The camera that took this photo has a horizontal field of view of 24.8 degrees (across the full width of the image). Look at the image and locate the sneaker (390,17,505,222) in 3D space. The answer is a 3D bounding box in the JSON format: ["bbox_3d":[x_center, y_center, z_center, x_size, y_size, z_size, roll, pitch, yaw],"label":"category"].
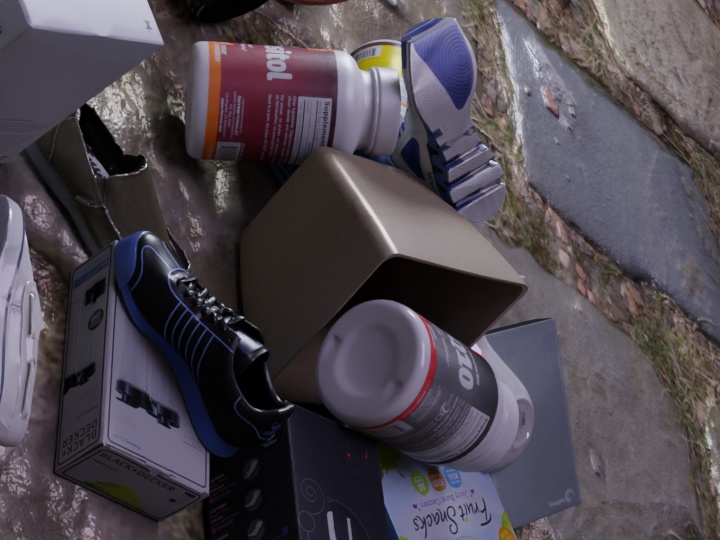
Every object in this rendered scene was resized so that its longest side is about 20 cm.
[{"bbox_3d":[0.066,-0.145,1.620,0.080,0.115,0.200,-26,110,-26],"label":"sneaker"}]

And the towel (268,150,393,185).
[{"bbox_3d":[-0.022,-0.096,1.675,0.200,0.111,0.049,58,20,-6],"label":"towel"}]

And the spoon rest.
[{"bbox_3d":[0.133,0.102,1.616,0.099,0.060,0.201,-17,111,-46],"label":"spoon rest"}]

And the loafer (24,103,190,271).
[{"bbox_3d":[-0.210,-0.061,1.412,0.200,0.070,0.075,52,31,-13],"label":"loafer"}]

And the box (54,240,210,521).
[{"bbox_3d":[-0.182,0.089,1.335,0.116,0.060,0.201,32,40,-38],"label":"box"}]

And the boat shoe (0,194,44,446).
[{"bbox_3d":[-0.271,0.038,1.240,0.066,0.072,0.201,34,40,-43],"label":"boat shoe"}]

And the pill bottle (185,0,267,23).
[{"bbox_3d":[-0.164,-0.369,1.704,0.112,0.112,0.201,-15,76,-59],"label":"pill bottle"}]

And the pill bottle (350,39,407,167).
[{"bbox_3d":[0.021,-0.162,1.785,0.109,0.109,0.200,45,28,-22],"label":"pill bottle"}]

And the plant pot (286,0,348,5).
[{"bbox_3d":[-0.052,-0.442,1.872,0.201,0.201,0.196,36,30,-34],"label":"plant pot"}]

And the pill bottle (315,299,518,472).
[{"bbox_3d":[0.057,0.110,1.475,0.200,0.114,0.114,33,39,-52],"label":"pill bottle"}]

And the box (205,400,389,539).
[{"bbox_3d":[-0.050,0.230,1.363,0.122,0.106,0.201,28,42,-42],"label":"box"}]

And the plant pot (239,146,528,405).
[{"bbox_3d":[0.000,0.000,1.556,0.199,0.200,0.177,13,39,-45],"label":"plant pot"}]

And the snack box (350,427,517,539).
[{"bbox_3d":[0.057,0.228,1.560,0.200,0.068,0.169,-1,64,-55],"label":"snack box"}]

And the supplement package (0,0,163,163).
[{"bbox_3d":[-0.293,-0.197,1.279,0.152,0.200,0.151,-3,67,-57],"label":"supplement package"}]

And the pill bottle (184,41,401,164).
[{"bbox_3d":[-0.066,-0.159,1.577,0.199,0.113,0.113,3,53,-11],"label":"pill bottle"}]

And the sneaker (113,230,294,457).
[{"bbox_3d":[-0.123,0.048,1.320,0.201,0.078,0.070,61,30,1],"label":"sneaker"}]

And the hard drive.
[{"bbox_3d":[0.162,0.159,1.690,0.139,0.033,0.201,-11,94,-43],"label":"hard drive"}]
